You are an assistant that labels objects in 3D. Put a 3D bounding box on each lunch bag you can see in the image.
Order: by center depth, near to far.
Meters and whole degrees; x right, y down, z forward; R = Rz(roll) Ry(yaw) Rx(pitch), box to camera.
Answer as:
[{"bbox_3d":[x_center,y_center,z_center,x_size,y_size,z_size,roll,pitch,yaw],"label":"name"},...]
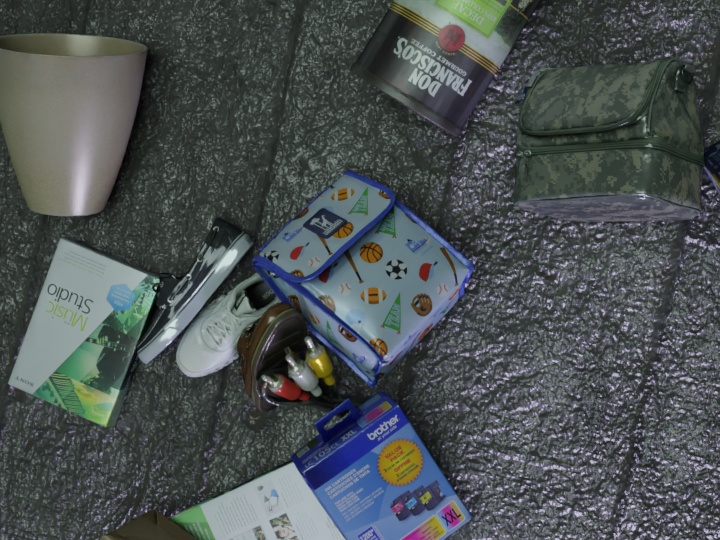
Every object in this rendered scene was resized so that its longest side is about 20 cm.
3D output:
[{"bbox_3d":[0.270,-0.145,1.597,0.200,0.139,0.168,-1,81,42],"label":"lunch bag"},{"bbox_3d":[0.000,0.000,1.665,0.200,0.124,0.170,42,70,12],"label":"lunch bag"}]

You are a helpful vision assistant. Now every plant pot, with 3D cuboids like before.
[{"bbox_3d":[-0.353,-0.173,1.749,0.187,0.187,0.200,8,107,12],"label":"plant pot"}]

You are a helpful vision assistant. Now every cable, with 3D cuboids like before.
[{"bbox_3d":[-0.041,0.151,1.672,0.097,0.050,0.200,-38,127,10],"label":"cable"}]

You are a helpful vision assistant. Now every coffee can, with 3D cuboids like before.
[{"bbox_3d":[0.101,-0.274,1.649,0.146,0.146,0.200,33,97,10],"label":"coffee can"}]

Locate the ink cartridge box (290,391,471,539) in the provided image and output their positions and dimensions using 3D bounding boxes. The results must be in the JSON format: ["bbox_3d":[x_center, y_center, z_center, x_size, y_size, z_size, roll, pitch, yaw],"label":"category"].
[{"bbox_3d":[0.015,0.234,1.661,0.136,0.076,0.200,-35,104,-7],"label":"ink cartridge box"}]

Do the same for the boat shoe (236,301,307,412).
[{"bbox_3d":[-0.114,0.091,1.686,0.072,0.200,0.068,-26,64,-27],"label":"boat shoe"}]

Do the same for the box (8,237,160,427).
[{"bbox_3d":[-0.338,0.076,1.808,0.144,0.036,0.200,21,96,12],"label":"box"}]

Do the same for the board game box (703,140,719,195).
[{"bbox_3d":[0.449,-0.042,1.572,0.062,0.200,0.200,-32,98,12],"label":"board game box"}]

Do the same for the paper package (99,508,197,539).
[{"bbox_3d":[-0.241,0.419,1.723,0.191,0.103,0.200,32,112,19],"label":"paper package"}]

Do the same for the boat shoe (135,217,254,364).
[{"bbox_3d":[-0.214,0.021,1.757,0.066,0.070,0.200,40,96,-3],"label":"boat shoe"}]

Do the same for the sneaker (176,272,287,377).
[{"bbox_3d":[-0.149,0.054,1.744,0.200,0.081,0.075,-41,84,11],"label":"sneaker"}]

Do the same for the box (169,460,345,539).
[{"bbox_3d":[-0.112,0.322,1.754,0.200,0.036,0.144,-26,85,10],"label":"box"}]
